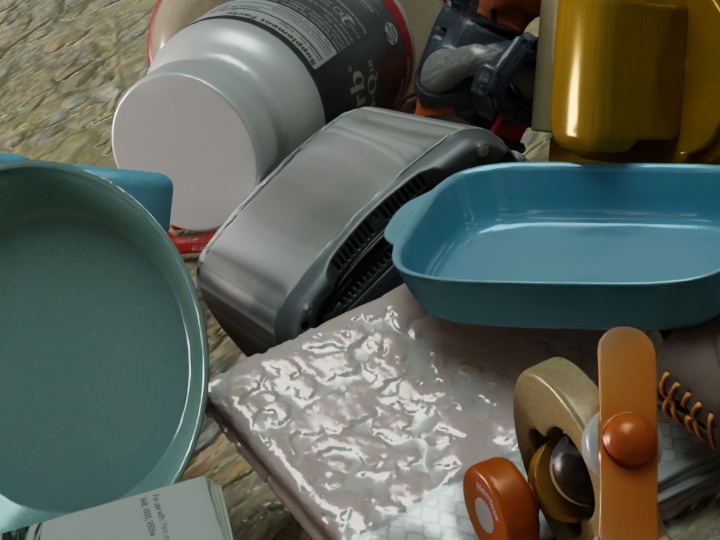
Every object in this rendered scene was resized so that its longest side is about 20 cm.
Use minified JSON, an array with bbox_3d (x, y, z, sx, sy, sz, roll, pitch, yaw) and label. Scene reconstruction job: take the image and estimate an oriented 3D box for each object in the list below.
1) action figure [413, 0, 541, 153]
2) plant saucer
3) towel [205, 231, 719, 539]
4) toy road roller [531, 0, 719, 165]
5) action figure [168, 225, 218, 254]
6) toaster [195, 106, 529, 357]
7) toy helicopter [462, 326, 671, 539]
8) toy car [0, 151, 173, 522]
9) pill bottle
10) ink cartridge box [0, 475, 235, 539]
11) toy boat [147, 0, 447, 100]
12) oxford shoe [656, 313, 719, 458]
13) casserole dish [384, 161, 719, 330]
[{"bbox_3d":[0.087,-0.141,1.631,0.105,0.194,0.200,17,-5,23],"label":"action figure"},{"bbox_3d":[-0.154,0.046,1.361,0.200,0.200,0.036,2,1,26],"label":"plant saucer"},{"bbox_3d":[0.052,0.076,1.353,0.200,0.032,0.191,-25,50,-23],"label":"towel"},{"bbox_3d":[0.142,-0.108,1.461,0.146,0.123,0.200,1,5,-38],"label":"toy road roller"},{"bbox_3d":[-0.027,-0.040,1.662,0.200,0.052,0.065,-2,26,15],"label":"action figure"},{"bbox_3d":[0.000,0.000,1.484,0.200,0.114,0.129,-46,32,-12],"label":"toaster"},{"bbox_3d":[0.125,0.116,1.205,0.079,0.132,0.200,-19,52,-21],"label":"toy helicopter"},{"bbox_3d":[-0.140,0.034,1.487,0.177,0.184,0.200,8,3,29],"label":"toy car"},{"bbox_3d":[-0.057,-0.103,1.607,0.116,0.116,0.200,2,24,27],"label":"pill bottle"},{"bbox_3d":[-0.134,0.188,1.162,0.200,0.147,0.083,-17,29,-5],"label":"ink cartridge box"},{"bbox_3d":[-0.044,-0.155,1.836,0.200,0.131,0.131,-18,-3,-11],"label":"toy boat"},{"bbox_3d":[0.176,0.070,1.302,0.073,0.071,0.200,-2,30,1],"label":"oxford shoe"},{"bbox_3d":[0.110,-0.010,1.359,0.200,0.039,0.121,2,30,22],"label":"casserole dish"}]
